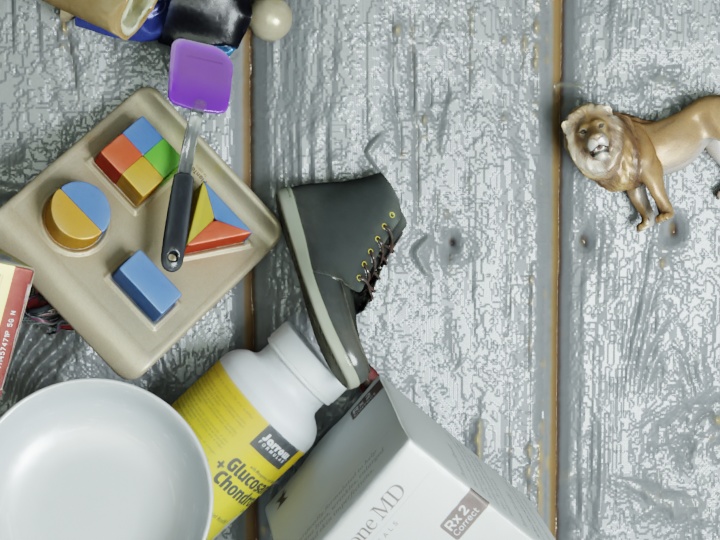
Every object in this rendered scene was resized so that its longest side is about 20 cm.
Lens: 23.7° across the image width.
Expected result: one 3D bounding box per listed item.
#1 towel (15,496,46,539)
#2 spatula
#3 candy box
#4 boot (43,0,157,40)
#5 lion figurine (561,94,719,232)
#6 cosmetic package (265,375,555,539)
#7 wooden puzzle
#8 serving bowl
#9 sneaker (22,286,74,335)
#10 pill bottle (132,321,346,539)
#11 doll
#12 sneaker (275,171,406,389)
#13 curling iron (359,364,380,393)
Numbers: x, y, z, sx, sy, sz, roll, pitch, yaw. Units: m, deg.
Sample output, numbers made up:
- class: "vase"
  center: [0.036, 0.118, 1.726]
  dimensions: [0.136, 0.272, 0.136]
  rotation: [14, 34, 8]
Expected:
- class: "towel"
  center: [-0.210, 0.248, 1.504]
  dimensions: [0.024, 0.145, 0.201]
  rotation: [-32, 99, 32]
- class: "spatula"
  center: [-0.147, -0.098, 1.463]
  dimensions: [0.056, 0.021, 0.202]
  rotation: [10, 84, -16]
- class: "candy box"
  center: [-0.346, 0.027, 1.433]
  dimensions: [0.055, 0.200, 0.116]
  rotation: [14, 95, -35]
- class: "boot"
  center: [-0.274, -0.236, 1.438]
  dimensions: [0.199, 0.066, 0.176]
  rotation: [23, 93, 19]
- class: "lion figurine"
  center: [0.282, -0.113, 1.538]
  dimensions: [0.199, 0.072, 0.123]
  rotation: [-20, 87, -16]
- class: "cosmetic package"
  center: [0.047, 0.233, 1.481]
  dimensions: [0.200, 0.165, 0.165]
  rotation: [39, 96, -17]
- class: "wooden puzzle"
  center: [-0.189, -0.037, 1.476]
  dimensions: [0.185, 0.046, 0.200]
  rotation: [47, 67, -3]
- class: "serving bowl"
  center: [-0.222, 0.194, 1.413]
  dimensions: [0.198, 0.066, 0.202]
  rotation: [3, 71, -8]
- class: "sneaker"
  center: [-0.241, 0.026, 1.503]
  dimensions: [0.198, 0.075, 0.081]
  rotation: [2, 95, -5]
- class: "pill bottle"
  center: [-0.110, 0.142, 1.505]
  dimensions: [0.200, 0.112, 0.112]
  rotation: [-43, 97, 1]
- class: "doll"
  center: [-0.157, -0.238, 1.495]
  dimensions: [0.198, 0.048, 0.138]
  rotation: [11, 96, -5]
- class: "sneaker"
  center: [0.000, 0.000, 1.481]
  dimensions: [0.105, 0.075, 0.201]
  rotation: [-15, 62, -6]
- class: "curling iron"
  center: [0.009, 0.107, 1.545]
  dimensions: [0.025, 0.050, 0.201]
  rotation: [-29, 103, 2]
